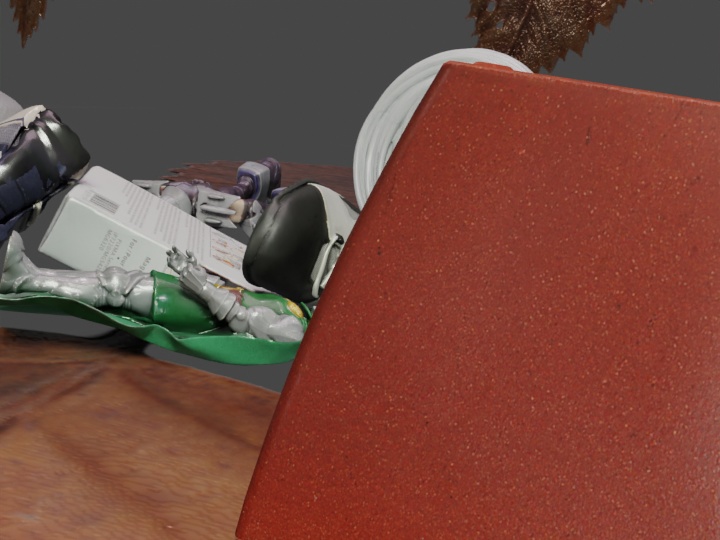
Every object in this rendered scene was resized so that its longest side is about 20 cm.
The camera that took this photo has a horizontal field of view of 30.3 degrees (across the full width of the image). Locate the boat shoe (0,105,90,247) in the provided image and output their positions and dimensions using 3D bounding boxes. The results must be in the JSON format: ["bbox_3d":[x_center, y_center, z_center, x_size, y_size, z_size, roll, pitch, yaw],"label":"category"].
[{"bbox_3d":[-0.262,-0.044,0.876,0.199,0.075,0.093,-20,24,51],"label":"boat shoe"}]

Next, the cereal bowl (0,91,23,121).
[{"bbox_3d":[-0.463,-0.178,1.489,0.197,0.085,0.200,11,9,-2],"label":"cereal bowl"}]

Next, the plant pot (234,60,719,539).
[{"bbox_3d":[0.101,0.029,0.461,0.198,0.179,0.198,18,12,41],"label":"plant pot"}]

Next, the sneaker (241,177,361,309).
[{"bbox_3d":[0.000,0.000,0.832,0.088,0.075,0.199,29,5,25],"label":"sneaker"}]

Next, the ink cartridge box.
[{"bbox_3d":[-0.119,-0.005,0.896,0.172,0.044,0.200,29,5,-10],"label":"ink cartridge box"}]

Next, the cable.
[{"bbox_3d":[0.090,-0.091,1.157,0.199,0.202,0.069,36,16,30],"label":"cable"}]

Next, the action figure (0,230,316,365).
[{"bbox_3d":[-0.098,0.019,0.735,0.197,0.056,0.118,12,5,-15],"label":"action figure"}]

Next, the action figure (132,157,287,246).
[{"bbox_3d":[-0.112,-0.049,1.115,0.129,0.070,0.199,22,17,27],"label":"action figure"}]
